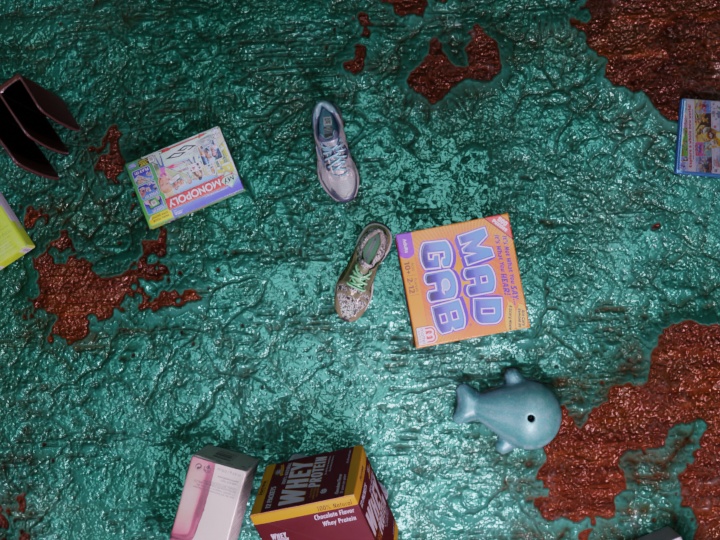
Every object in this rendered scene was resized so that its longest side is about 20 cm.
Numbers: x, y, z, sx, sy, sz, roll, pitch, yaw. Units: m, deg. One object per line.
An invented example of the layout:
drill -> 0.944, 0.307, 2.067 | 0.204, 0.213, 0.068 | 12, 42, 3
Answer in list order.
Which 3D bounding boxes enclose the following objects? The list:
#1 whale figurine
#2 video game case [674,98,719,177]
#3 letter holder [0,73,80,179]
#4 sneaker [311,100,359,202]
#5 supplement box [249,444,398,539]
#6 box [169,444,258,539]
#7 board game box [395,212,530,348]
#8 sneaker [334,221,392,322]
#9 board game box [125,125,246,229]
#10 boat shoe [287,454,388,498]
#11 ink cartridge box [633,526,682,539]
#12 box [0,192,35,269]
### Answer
whale figurine -> 0.272, 0.261, 1.606 | 0.199, 0.104, 0.160 | 10, 89, 3
video game case -> 0.702, -0.247, 1.647 | 0.199, 0.018, 0.144 | 5, 89, 3
letter holder -> -0.596, -0.258, 1.615 | 0.100, 0.200, 0.142 | -35, 87, 1
sneaker -> -0.056, -0.227, 1.646 | 0.077, 0.086, 0.201 | -16, 87, 3
supplement box -> -0.059, 0.446, 1.546 | 0.196, 0.133, 0.201 | -15, 114, 15
box -> -0.274, 0.442, 1.614 | 0.108, 0.128, 0.201 | 15, 89, 4
board game box -> 0.177, 0.021, 1.571 | 0.199, 0.200, 0.201 | -11, 87, 2
sneaker -> 0.000, 0.000, 1.635 | 0.077, 0.089, 0.201 | 19, 89, 3
board game box -> -0.339, -0.180, 1.687 | 0.199, 0.029, 0.135 | -23, 86, 2
boat shoe -> -0.049, 0.408, 1.642 | 0.199, 0.072, 0.071 | 19, 110, 3
ink cartridge box -> 0.551, 0.597, 1.592 | 0.146, 0.083, 0.201 | -23, 87, 2
box -> -0.743, -0.098, 1.693 | 0.122, 0.048, 0.200 | -33, 87, 0
